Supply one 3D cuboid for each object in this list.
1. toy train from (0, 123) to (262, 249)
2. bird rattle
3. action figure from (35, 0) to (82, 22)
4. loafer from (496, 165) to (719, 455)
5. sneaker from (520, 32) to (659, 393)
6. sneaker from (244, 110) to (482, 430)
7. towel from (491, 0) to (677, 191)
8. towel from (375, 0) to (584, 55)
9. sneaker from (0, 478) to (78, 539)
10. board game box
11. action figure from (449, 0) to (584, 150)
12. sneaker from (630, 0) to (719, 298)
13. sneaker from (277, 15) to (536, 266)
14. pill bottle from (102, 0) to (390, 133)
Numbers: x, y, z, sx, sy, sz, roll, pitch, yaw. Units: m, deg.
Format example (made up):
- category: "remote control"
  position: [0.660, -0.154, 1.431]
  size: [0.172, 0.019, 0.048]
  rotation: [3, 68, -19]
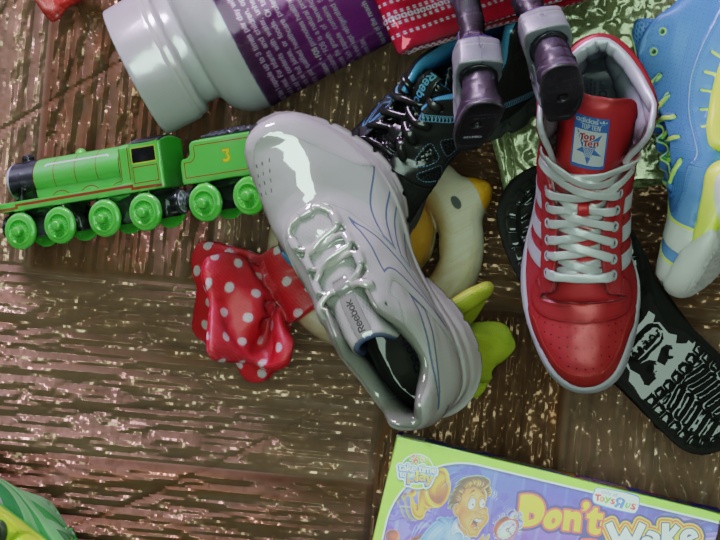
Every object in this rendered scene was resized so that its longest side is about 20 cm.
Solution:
- category: "toy train"
  position: [-0.130, -0.051, 1.726]
  size: [0.199, 0.042, 0.057]
  rotation: [-7, 91, 27]
- category: "bird rattle"
  position: [-0.001, 0.001, 1.741]
  size: [0.199, 0.113, 0.164]
  rotation: [15, 79, 16]
- category: "action figure"
  position: [-0.111, -0.217, 1.714]
  size: [0.200, 0.065, 0.052]
  rotation: [-27, 96, 25]
- category: "loafer"
  position: [0.148, 0.027, 1.723]
  size: [0.073, 0.071, 0.200]
  rotation: [-37, 92, -4]
- category: "sneaker"
  position: [0.128, -0.035, 1.632]
  size: [0.071, 0.112, 0.201]
  rotation: [1, 82, 1]
- category: "sneaker"
  position: [0.000, 0.000, 1.614]
  size: [0.074, 0.087, 0.200]
  rotation: [-33, 95, 19]
- category: "towel"
  position: [0.171, -0.120, 1.743]
  size: [0.199, 0.036, 0.149]
  rotation: [-9, 88, 4]
- category: "towel"
  position: [0.053, -0.234, 1.658]
  size: [0.144, 0.022, 0.201]
  rotation: [-18, 80, -11]
- category: "sneaker"
  position: [-0.181, 0.181, 1.741]
  size: [0.074, 0.084, 0.200]
  rotation: [-38, 106, 21]
- category: "board game box"
  position: [0.103, 0.185, 1.739]
  size: [0.199, 0.045, 0.135]
  rotation: [13, 90, 4]
- category: "action figure"
  position: [0.067, -0.172, 1.602]
  size: [0.130, 0.069, 0.201]
  rotation: [-10, 65, 1]
- category: "sneaker"
  position: [0.194, -0.088, 1.693]
  size: [0.105, 0.076, 0.201]
  rotation: [23, 83, 17]
- category: "sneaker"
  position: [0.025, -0.080, 1.680]
  size: [0.200, 0.082, 0.073]
  rotation: [-44, 64, -9]
- category: "pill bottle"
  position: [-0.047, -0.163, 1.718]
  size: [0.199, 0.112, 0.113]
  rotation: [-28, 88, 2]
